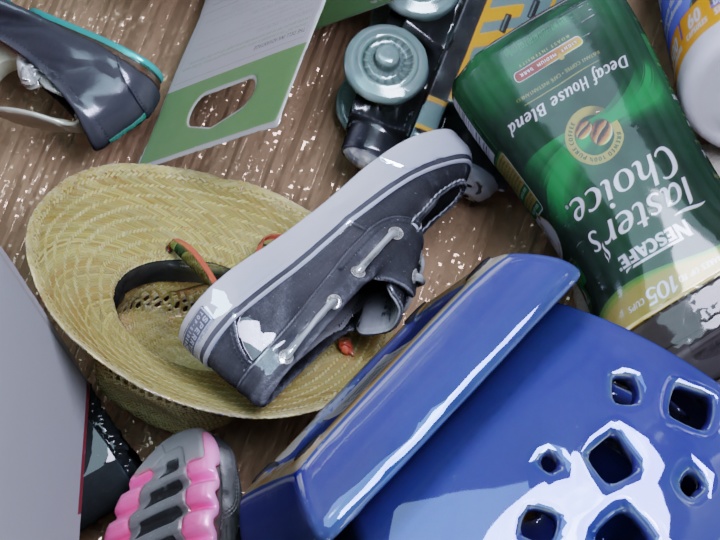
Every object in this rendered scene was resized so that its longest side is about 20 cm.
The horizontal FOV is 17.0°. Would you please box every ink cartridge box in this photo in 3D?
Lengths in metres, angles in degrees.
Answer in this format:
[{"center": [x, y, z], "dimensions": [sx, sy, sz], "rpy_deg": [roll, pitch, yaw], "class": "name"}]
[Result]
[{"center": [-0.247, 0.093, 1.136], "dimensions": [0.198, 0.145, 0.146], "rpy_deg": [-7, 58, 11], "class": "ink cartridge box"}, {"center": [-0.036, -0.143, 1.292], "dimensions": [0.048, 0.145, 0.201], "rpy_deg": [29, 66, -29], "class": "ink cartridge box"}]

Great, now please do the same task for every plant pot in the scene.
[{"center": [0.063, 0.112, 1.114], "dimensions": [0.180, 0.200, 0.200], "rpy_deg": [45, 74, -2], "class": "plant pot"}]

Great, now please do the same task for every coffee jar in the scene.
[{"center": [0.136, -0.035, 1.211], "dimensions": [0.104, 0.085, 0.201], "rpy_deg": [-31, 78, -2], "class": "coffee jar"}]

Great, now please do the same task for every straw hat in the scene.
[{"center": [-0.087, 0.037, 1.240], "dimensions": [0.199, 0.085, 0.202], "rpy_deg": [17, 37, -13], "class": "straw hat"}]

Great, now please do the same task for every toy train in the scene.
[{"center": [0.061, -0.134, 1.314], "dimensions": [0.113, 0.085, 0.201], "rpy_deg": [21, 70, 3], "class": "toy train"}]

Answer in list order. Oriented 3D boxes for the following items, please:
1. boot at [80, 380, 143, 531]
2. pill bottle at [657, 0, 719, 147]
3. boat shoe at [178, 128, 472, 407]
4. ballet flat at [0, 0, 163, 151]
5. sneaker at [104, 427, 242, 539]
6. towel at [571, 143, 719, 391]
[{"center": [-0.175, 0.143, 1.217], "dimensions": [0.162, 0.074, 0.199], "rpy_deg": [-36, 65, -10], "class": "boot"}, {"center": [0.210, -0.170, 1.288], "dimensions": [0.111, 0.113, 0.201], "rpy_deg": [-7, 51, 1], "class": "pill bottle"}, {"center": [0.000, 0.000, 1.194], "dimensions": [0.068, 0.072, 0.200], "rpy_deg": [42, 50, 14], "class": "boat shoe"}, {"center": [-0.201, -0.125, 1.331], "dimensions": [0.199, 0.073, 0.073], "rpy_deg": [31, 72, 22], "class": "ballet flat"}, {"center": [-0.071, 0.180, 1.185], "dimensions": [0.079, 0.095, 0.202], "rpy_deg": [-15, 69, 42], "class": "sneaker"}, {"center": [0.205, -0.008, 1.273], "dimensions": [0.198, 0.035, 0.134], "rpy_deg": [-9, 65, 2], "class": "towel"}]
